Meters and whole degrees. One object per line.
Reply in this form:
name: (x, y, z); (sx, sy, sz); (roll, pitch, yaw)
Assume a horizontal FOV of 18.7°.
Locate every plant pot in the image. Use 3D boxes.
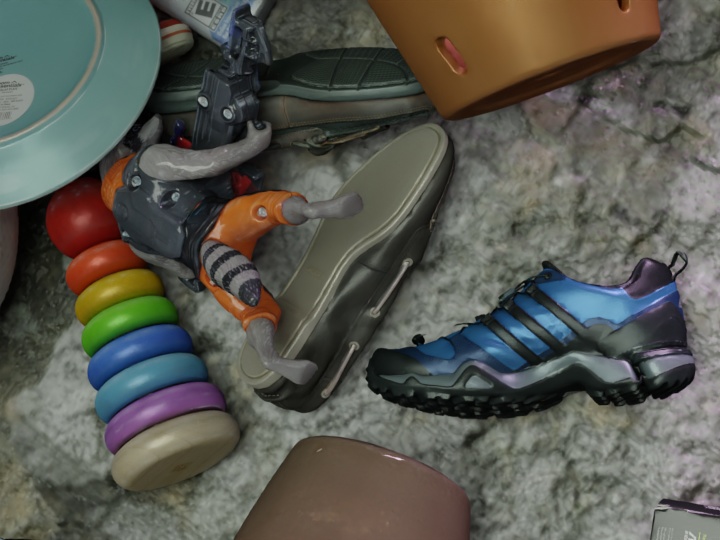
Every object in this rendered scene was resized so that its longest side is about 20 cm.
plant pot: (-0.012, 0.199, 1.289); (0.199, 0.200, 0.176); (14, 70, 16)
plant pot: (0.088, -0.176, 1.280); (0.199, 0.200, 0.141); (-20, 88, 13)

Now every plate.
plate: (-0.219, -0.123, 1.349); (0.198, 0.026, 0.201); (-9, 53, 12)

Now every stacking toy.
stacking toy: (-0.149, 0.034, 1.387); (0.085, 0.085, 0.201); (-27, 72, 11)

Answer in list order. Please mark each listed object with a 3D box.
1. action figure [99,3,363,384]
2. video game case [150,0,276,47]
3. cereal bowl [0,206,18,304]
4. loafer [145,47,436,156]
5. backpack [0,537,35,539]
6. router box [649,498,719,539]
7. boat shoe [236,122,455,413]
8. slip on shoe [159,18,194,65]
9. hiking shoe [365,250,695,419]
action figure: (-0.089, -0.050, 1.311); (0.193, 0.104, 0.201); (29, 125, 36)
video game case: (-0.100, -0.269, 1.423); (0.182, 0.022, 0.201); (32, 94, 16)
cereal bowl: (-0.308, -0.022, 1.426); (0.198, 0.083, 0.202); (-1, 85, 16)
loafer: (-0.040, -0.100, 1.378); (0.198, 0.072, 0.063); (0, 119, 19)
backpack: (-0.263, 0.269, 1.352); (0.199, 0.153, 0.177); (-20, 78, 3)
router box: (0.232, 0.242, 1.266); (0.149, 0.062, 0.202); (9, 87, 17)
boat shoe: (0.000, 0.000, 1.362); (0.201, 0.057, 0.067); (-53, 39, 2)
slip on shoe: (-0.203, -0.150, 1.414); (0.198, 0.074, 0.062); (-1, 96, 20)
hiking shoe: (0.101, 0.040, 1.323); (0.198, 0.074, 0.087); (-5, 76, 5)
